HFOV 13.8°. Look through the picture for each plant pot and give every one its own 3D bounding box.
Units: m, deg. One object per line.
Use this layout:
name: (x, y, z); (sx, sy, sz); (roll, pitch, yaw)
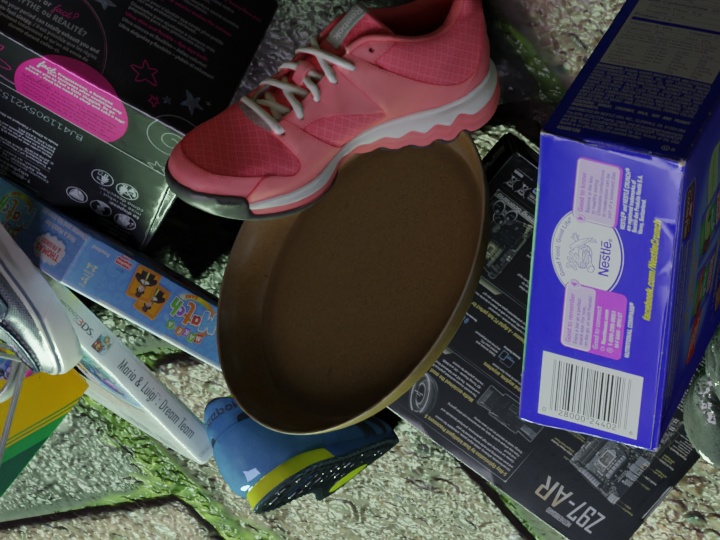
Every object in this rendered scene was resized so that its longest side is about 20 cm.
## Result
plant pot: (0.000, 0.000, 1.629); (0.200, 0.201, 0.027); (-13, 148, 42)

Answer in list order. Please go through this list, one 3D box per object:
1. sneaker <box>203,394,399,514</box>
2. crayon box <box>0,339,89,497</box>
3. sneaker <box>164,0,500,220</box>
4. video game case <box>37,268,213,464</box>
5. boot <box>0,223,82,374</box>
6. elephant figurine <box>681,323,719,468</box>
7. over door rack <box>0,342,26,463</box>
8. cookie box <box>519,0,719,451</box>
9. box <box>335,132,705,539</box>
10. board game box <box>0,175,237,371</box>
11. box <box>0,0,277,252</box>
sneaker: (-0.037, 0.098, 1.827); (0.066, 0.200, 0.079); (-42, 76, 16)
crayon box: (-0.261, 0.053, 1.765); (0.058, 0.119, 0.200); (28, 164, 41)
sneaker: (-0.018, -0.097, 1.542); (0.074, 0.200, 0.087); (42, 147, 40)
video game case: (-0.194, 0.032, 1.837); (0.200, 0.024, 0.182); (27, 164, 48)
boot: (-0.234, 0.005, 1.632); (0.073, 0.090, 0.200); (29, 157, 50)
elephant figurine: (0.237, 0.066, 1.600); (0.200, 0.155, 0.142); (25, 139, -12)
over door rack: (-0.265, 0.107, 1.681); (0.066, 0.201, 0.148); (0, 170, 41)
cookie box: (0.146, -0.041, 1.444); (0.075, 0.200, 0.172); (15, 127, 17)
box: (0.110, 0.045, 1.659); (0.200, 0.044, 0.160); (36, 103, -14)
board game box: (-0.134, 0.007, 1.739); (0.200, 0.037, 0.151); (32, 179, -41)
box: (-0.168, -0.126, 1.634); (0.200, 0.115, 0.132); (30, 146, -5)
